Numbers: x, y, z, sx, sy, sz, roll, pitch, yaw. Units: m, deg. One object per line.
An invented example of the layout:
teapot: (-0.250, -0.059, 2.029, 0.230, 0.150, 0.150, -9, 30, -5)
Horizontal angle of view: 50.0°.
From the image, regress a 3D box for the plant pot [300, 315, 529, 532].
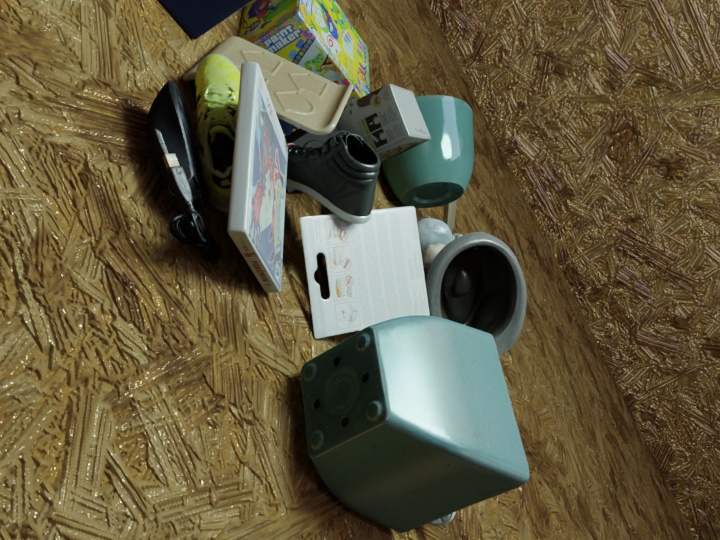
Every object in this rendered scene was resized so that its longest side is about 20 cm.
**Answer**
plant pot: (0.041, 0.162, 0.889, 0.200, 0.196, 0.197, 30, 39, -41)

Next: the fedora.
fedora: (0.173, 0.037, 1.241, 0.090, 0.176, 0.201, -157, -123, -72)

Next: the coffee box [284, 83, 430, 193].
coffee box: (-0.014, -0.185, 1.109, 0.080, 0.199, 0.113, 68, 21, 1)

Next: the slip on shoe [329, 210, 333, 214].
slip on shoe: (-0.010, -0.123, 1.214, 0.061, 0.076, 0.200, 46, 15, -27)

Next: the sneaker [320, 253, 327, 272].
sneaker: (-0.004, -0.023, 1.151, 0.200, 0.070, 0.094, -36, 111, -66)

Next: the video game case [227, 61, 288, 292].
video game case: (-0.111, -0.098, 0.874, 0.182, 0.023, 0.201, 75, 15, -69)

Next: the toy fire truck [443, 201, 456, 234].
toy fire truck: (0.188, -0.046, 1.553, 0.201, 0.128, 0.176, 55, 21, 6)

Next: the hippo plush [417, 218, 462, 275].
hippo plush: (0.165, -0.018, 1.394, 0.200, 0.159, 0.161, 47, 28, -36)

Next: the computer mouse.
computer mouse: (-0.193, -0.107, 0.788, 0.140, 0.046, 0.201, 93, -17, -82)

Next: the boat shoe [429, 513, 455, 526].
boat shoe: (0.083, 0.243, 1.046, 0.062, 0.072, 0.201, 29, 39, -66)

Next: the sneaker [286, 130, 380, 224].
sneaker: (-0.057, -0.152, 1.010, 0.199, 0.100, 0.071, 31, 33, 11)

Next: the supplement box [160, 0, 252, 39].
supplement box: (-0.209, -0.429, 1.050, 0.109, 0.109, 0.201, 47, 27, -37)

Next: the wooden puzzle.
wooden puzzle: (-0.119, -0.241, 1.035, 0.199, 0.046, 0.186, 20, 31, -3)

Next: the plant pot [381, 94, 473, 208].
plant pot: (0.129, -0.217, 1.500, 0.200, 0.199, 0.162, 25, 55, -58)

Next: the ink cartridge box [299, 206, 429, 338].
ink cartridge box: (0.000, 0.000, 1.055, 0.199, 0.047, 0.161, -8, 91, -36)

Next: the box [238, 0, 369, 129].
box: (-0.086, -0.353, 1.234, 0.193, 0.121, 0.201, 48, 27, -36)

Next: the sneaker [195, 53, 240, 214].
sneaker: (-0.153, -0.169, 0.892, 0.076, 0.075, 0.201, 100, -21, -70)
